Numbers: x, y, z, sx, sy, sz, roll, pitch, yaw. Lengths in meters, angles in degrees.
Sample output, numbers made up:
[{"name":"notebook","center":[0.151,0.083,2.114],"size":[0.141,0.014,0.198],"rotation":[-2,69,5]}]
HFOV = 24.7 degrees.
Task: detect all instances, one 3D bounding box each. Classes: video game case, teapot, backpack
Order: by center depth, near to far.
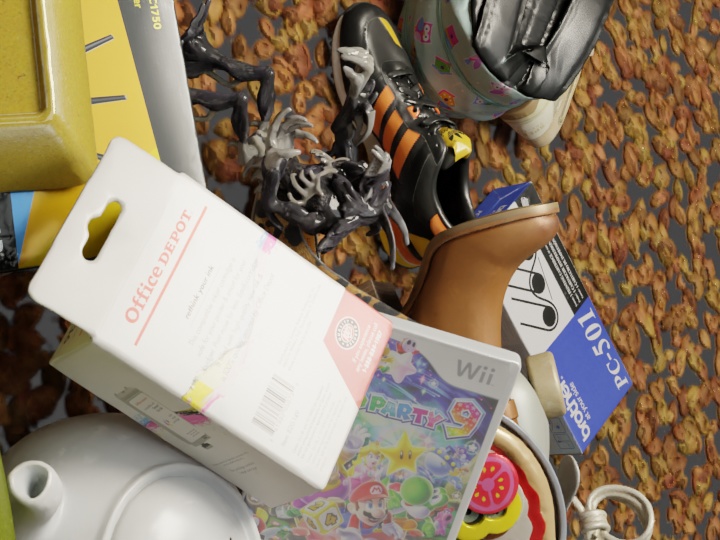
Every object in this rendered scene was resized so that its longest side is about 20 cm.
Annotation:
[{"name":"teapot","center":[-0.124,0.175,0.950],"size":[0.199,0.145,0.200],"rotation":[-23,100,-46]},{"name":"video game case","center":[0.004,0.124,1.050],"size":[0.142,0.018,0.202],"rotation":[16,111,-6]},{"name":"backpack","center":[0.111,-0.214,1.272],"size":[0.166,0.126,0.202],"rotation":[27,65,-27]}]

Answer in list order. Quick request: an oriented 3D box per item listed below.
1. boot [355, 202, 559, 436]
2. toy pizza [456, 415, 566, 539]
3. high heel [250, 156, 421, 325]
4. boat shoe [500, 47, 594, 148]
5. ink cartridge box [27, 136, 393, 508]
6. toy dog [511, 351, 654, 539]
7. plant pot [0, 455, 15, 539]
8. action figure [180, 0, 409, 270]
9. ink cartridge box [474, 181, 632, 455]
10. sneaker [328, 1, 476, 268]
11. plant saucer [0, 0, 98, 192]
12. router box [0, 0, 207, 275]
[{"name":"boot","center":[0.081,0.054,1.129],"size":[0.073,0.199,0.156],"rotation":[-5,67,-56]},{"name":"toy pizza","center":[0.042,0.181,1.107],"size":[0.032,0.198,0.202],"rotation":[-98,164,-74]},{"name":"high heel","center":[0.000,0.000,1.099],"size":[0.071,0.141,0.203],"rotation":[44,40,-65]},{"name":"boat shoe","center":[0.162,-0.198,1.364],"size":[0.065,0.072,0.202],"rotation":[42,58,-44]},{"name":"ink cartridge box","center":[-0.092,0.030,0.927],"size":[0.199,0.067,0.117],"rotation":[36,59,-18]},{"name":"toy dog","center":[0.113,0.137,1.181],"size":[0.201,0.131,0.096],"rotation":[58,1,28]},{"name":"plant pot","center":[-0.257,0.106,0.807],"size":[0.199,0.199,0.195],"rotation":[18,60,-43]},{"name":"action figure","center":[-0.041,-0.088,1.056],"size":[0.199,0.102,0.119],"rotation":[34,41,-1]},{"name":"ink cartridge box","center":[0.143,0.040,1.319],"size":[0.094,0.044,0.201],"rotation":[-46,116,-38]},{"name":"sneaker","center":[0.044,-0.104,1.208],"size":[0.070,0.089,0.203],"rotation":[-21,99,-45]},{"name":"plant saucer","center":[-0.244,-0.142,0.892],"size":[0.198,0.048,0.203],"rotation":[-6,87,-22]},{"name":"router box","center":[-0.178,-0.105,0.974],"size":[0.148,0.051,0.203],"rotation":[-10,90,-25]}]
